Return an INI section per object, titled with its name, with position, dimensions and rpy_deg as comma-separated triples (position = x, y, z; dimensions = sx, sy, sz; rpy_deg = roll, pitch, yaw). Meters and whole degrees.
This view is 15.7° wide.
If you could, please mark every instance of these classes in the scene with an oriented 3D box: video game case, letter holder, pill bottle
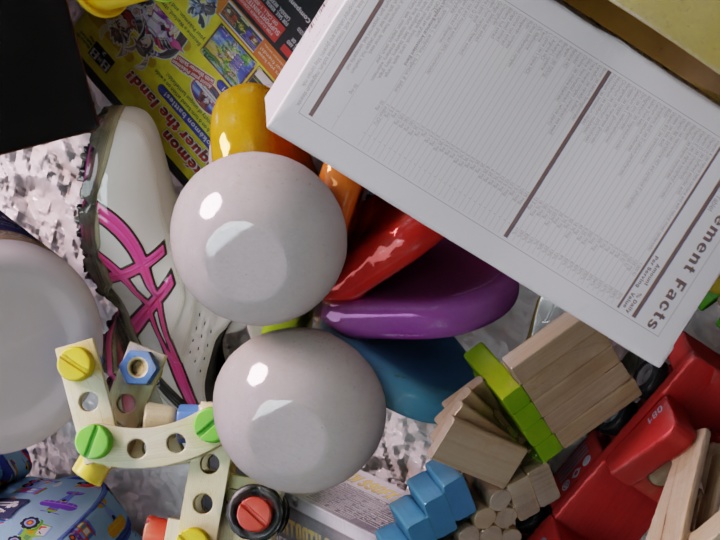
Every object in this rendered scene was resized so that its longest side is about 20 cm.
[video game case]
position = -0.047, -0.109, 1.359
dimensions = 0.200, 0.025, 0.181
rpy_deg = 48, 126, 9
[letter holder]
position = -0.220, -0.157, 1.371
dimensions = 0.142, 0.100, 0.201
rpy_deg = -174, 69, -75
[pill bottle]
position = -0.224, 0.019, 1.424
dimensions = 0.200, 0.115, 0.116
rpy_deg = -149, 52, -61

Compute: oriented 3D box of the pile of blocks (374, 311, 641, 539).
[pile of blocks]
position = 0.048, 0.093, 1.234
dimensions = 0.200, 0.082, 0.062
rpy_deg = -57, 32, 9

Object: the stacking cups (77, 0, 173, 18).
[stacking cups]
position = -0.056, -0.176, 1.291
dimensions = 0.200, 0.060, 0.061
rpy_deg = -11, 100, 33

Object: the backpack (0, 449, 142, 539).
[backpack]
position = -0.215, 0.175, 1.478
dimensions = 0.200, 0.183, 0.135
rpy_deg = -9, 108, 33

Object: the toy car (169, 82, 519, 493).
[toy car]
position = 0.000, 0.000, 1.261
dimensions = 0.149, 0.175, 0.201
rpy_deg = -9, 111, 10

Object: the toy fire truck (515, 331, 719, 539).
[toy fire truck]
position = 0.148, 0.101, 1.193
dimensions = 0.049, 0.141, 0.200
rpy_deg = 33, 108, -20

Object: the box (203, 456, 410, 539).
[box]
position = -0.012, 0.185, 1.385
dimensions = 0.200, 0.048, 0.159
rpy_deg = 19, 118, 52

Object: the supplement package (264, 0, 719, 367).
[supplement package]
position = 0.070, -0.062, 1.139
dimensions = 0.200, 0.110, 0.114
rpy_deg = 32, 97, -7

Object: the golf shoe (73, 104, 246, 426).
[golf shoe]
position = -0.101, 0.000, 1.409
dimensions = 0.092, 0.073, 0.201
rpy_deg = -1, 120, 9

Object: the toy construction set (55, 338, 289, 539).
[toy construction set]
position = -0.106, 0.140, 1.343
dimensions = 0.131, 0.092, 0.201
rpy_deg = 10, 102, 4

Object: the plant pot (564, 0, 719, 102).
[plant pot]
position = 0.141, -0.170, 1.126
dimensions = 0.200, 0.200, 0.142
rpy_deg = 34, 93, 20

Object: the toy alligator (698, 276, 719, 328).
[toy alligator]
position = 0.208, 0.029, 1.214
dimensions = 0.200, 0.059, 0.054
rpy_deg = 44, 125, 14

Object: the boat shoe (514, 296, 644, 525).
[boat shoe]
position = 0.109, 0.082, 1.293
dimensions = 0.069, 0.071, 0.201
rpy_deg = 25, 119, 23
